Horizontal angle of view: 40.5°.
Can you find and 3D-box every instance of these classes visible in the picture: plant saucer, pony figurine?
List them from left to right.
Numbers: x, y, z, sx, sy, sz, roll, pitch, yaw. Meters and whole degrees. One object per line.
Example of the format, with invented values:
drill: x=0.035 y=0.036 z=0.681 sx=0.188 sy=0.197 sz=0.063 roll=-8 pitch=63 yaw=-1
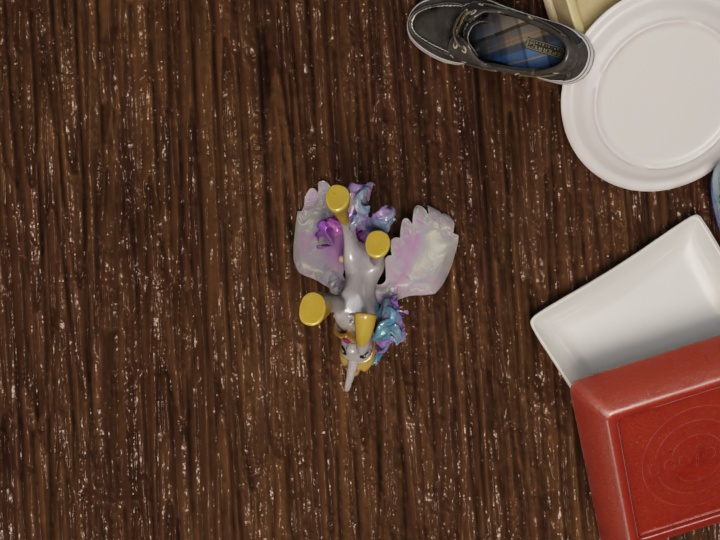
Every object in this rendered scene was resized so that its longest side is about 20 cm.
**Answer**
pony figurine: x=0.000 y=0.000 z=0.905 sx=0.164 sy=0.200 sz=0.196 roll=9 pitch=72 yaw=9
plant saucer: x=0.307 y=0.165 z=0.901 sx=0.197 sy=0.037 sz=0.203 roll=-17 pitch=115 yaw=0

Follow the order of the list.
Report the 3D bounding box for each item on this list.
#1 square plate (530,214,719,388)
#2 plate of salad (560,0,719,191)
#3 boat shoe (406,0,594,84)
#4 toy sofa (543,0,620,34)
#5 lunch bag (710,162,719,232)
square plate: x=0.297 y=0.082 z=0.956 sx=0.198 sy=0.028 sz=0.200 roll=-31 pitch=87 yaw=0
plate of salad: x=0.289 y=-0.175 z=0.941 sx=0.196 sy=0.048 sz=0.203 roll=-1 pitch=117 yaw=-1
boat shoe: x=0.121 y=-0.219 z=0.921 sx=0.198 sy=0.066 sz=0.071 roll=26 pitch=107 yaw=28
toy sofa: x=0.276 y=-0.291 z=0.958 sx=0.198 sy=0.098 sz=0.084 roll=-25 pitch=111 yaw=0
lunch bag: x=0.429 y=-0.030 z=0.921 sx=0.158 sy=0.082 sz=0.203 roll=-11 pitch=86 yaw=-15
